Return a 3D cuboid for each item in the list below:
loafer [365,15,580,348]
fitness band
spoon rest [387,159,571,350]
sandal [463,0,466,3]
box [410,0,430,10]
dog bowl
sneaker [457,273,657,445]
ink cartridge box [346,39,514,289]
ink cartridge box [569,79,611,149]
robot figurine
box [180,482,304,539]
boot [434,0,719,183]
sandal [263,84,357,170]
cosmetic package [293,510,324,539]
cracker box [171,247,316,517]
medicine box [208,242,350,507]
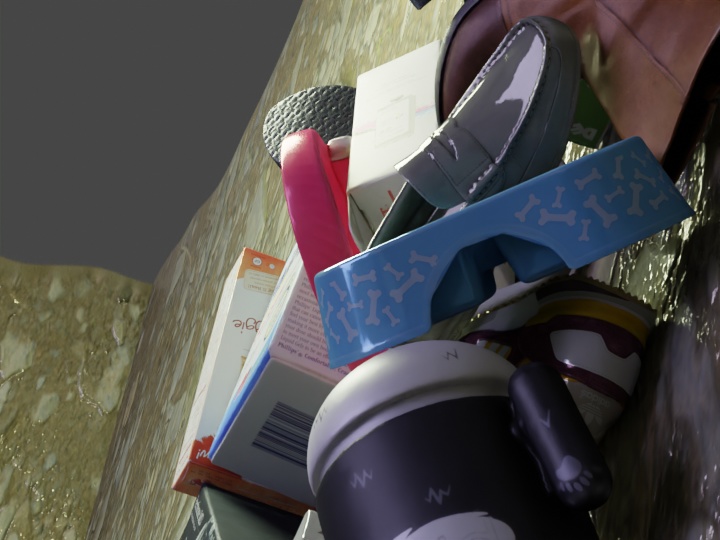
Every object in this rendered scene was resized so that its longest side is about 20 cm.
[{"bbox_3d":[0.054,-0.047,1.154,0.070,0.070,0.200,42,110,54],"label":"loafer"},{"bbox_3d":[0.000,0.000,1.354,0.144,0.037,0.200,-96,-16,-48],"label":"fitness band"},{"bbox_3d":[0.073,0.021,1.261,0.200,0.061,0.099,-59,-20,-4],"label":"spoon rest"},{"bbox_3d":[0.139,-0.219,1.392,0.200,0.048,0.075,-46,-16,-33],"label":"sandal"},{"bbox_3d":[0.089,-0.244,1.325,0.158,0.051,0.200,-37,10,16],"label":"box"},{"bbox_3d":[0.066,-0.010,1.081,0.200,0.050,0.111,-24,-1,10],"label":"dog bowl"},{"bbox_3d":[0.086,0.070,1.143,0.200,0.075,0.090,131,162,-66],"label":"sneaker"},{"bbox_3d":[0.047,-0.045,1.359,0.067,0.117,0.200,-22,29,16],"label":"ink cartridge box"},{"bbox_3d":[0.135,-0.144,1.319,0.104,0.059,0.200,-88,20,-59],"label":"ink cartridge box"},{"bbox_3d":[0.049,0.128,1.013,0.125,0.150,0.200,62,-175,-55],"label":"robot figurine"},{"bbox_3d":[-0.085,0.280,1.527,0.200,0.124,0.197,-139,70,-79],"label":"box"},{"bbox_3d":[0.129,-0.102,1.179,0.189,0.068,0.200,-57,39,19],"label":"boot"},{"bbox_3d":[0.024,-0.087,1.508,0.043,0.199,0.076,61,-142,-54],"label":"sandal"},{"bbox_3d":[-0.028,0.253,1.317,0.074,0.101,0.200,-75,8,-56],"label":"cosmetic package"},{"bbox_3d":[-0.057,0.095,1.676,0.058,0.134,0.200,124,162,-56],"label":"cracker box"},{"bbox_3d":[-0.015,0.042,1.576,0.182,0.103,0.200,121,171,-55],"label":"medicine box"}]
